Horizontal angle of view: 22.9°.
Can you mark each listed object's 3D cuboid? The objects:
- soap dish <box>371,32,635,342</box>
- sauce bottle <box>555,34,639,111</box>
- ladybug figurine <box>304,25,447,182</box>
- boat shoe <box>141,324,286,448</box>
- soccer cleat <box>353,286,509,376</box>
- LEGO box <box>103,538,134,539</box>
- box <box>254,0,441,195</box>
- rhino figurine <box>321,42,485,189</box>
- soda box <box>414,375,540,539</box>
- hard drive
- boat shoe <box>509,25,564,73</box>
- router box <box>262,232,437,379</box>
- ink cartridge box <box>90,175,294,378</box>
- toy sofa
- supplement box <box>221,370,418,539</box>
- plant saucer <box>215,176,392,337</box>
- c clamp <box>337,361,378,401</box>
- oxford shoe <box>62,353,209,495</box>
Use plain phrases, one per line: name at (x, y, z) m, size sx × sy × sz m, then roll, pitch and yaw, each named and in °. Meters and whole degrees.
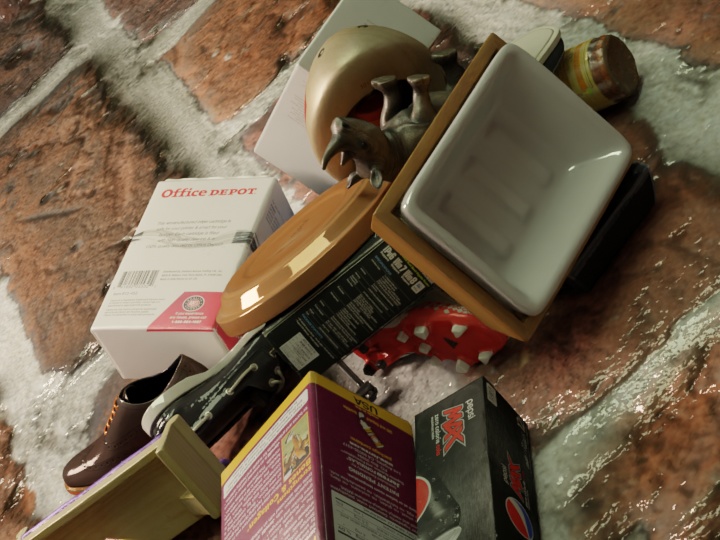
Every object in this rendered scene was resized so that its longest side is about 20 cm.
soap dish at (0.109, -0.064, 1.402) m, size 0.200 × 0.157 × 0.081 m, roll -57°, pitch 12°, yaw -26°
sauce bottle at (0.162, -0.157, 1.658) m, size 0.199 × 0.066 × 0.066 m, roll -23°, pitch 32°, yaw 36°
ladybug figurine at (0.009, -0.147, 1.565) m, size 0.135 × 0.200 × 0.072 m, roll -31°, pitch 59°, yaw -6°
boat shoe at (-0.107, 0.104, 1.642) m, size 0.200 × 0.074 × 0.060 m, roll -35°, pitch 64°, yaw -20°
soccer cleat at (0.058, 0.039, 1.506) m, size 0.200 × 0.069 × 0.085 m, roll -12°, pitch 43°, yaw 54°
LEGO box at (-0.166, 0.297, 1.414) m, size 0.199 × 0.077 × 0.149 m, roll -7°, pitch 43°, yaw 50°
box at (-0.016, -0.176, 1.754) m, size 0.125 × 0.097 × 0.200 m, roll -57°, pitch 2°, yaw -25°
rhino figurine at (0.044, -0.119, 1.466) m, size 0.200 × 0.088 × 0.060 m, roll -28°, pitch 24°, yaw -36°
soda box at (0.083, 0.170, 1.276) m, size 0.071 × 0.063 × 0.200 m, roll -32°, pitch 27°, yaw 20°
hard drive at (0.156, -0.038, 1.510) m, size 0.135 × 0.042 × 0.200 m, roll -52°, pitch 27°, yaw -17°
boat shoe at (0.126, -0.133, 1.581) m, size 0.075 × 0.062 × 0.200 m, roll -2°, pitch 47°, yaw 54°
router box at (0.000, 0.000, 1.520) m, size 0.150 × 0.062 × 0.200 m, roll -39°, pitch 11°, yaw 14°
ink cartridge box at (-0.160, 0.006, 1.777) m, size 0.144 × 0.085 × 0.201 m, roll -1°, pitch 49°, yaw 25°
toy sofa at (-0.210, 0.214, 1.566) m, size 0.200 × 0.083 × 0.098 m, roll -37°, pitch 13°, yaw 17°
supplement box at (-0.028, 0.194, 1.304) m, size 0.131 × 0.103 × 0.200 m, roll -48°, pitch 25°, yaw 26°
plant saucer at (-0.047, -0.021, 1.515) m, size 0.200 × 0.032 × 0.200 m, roll -38°, pitch 11°, yaw 9°
c clamp at (-0.046, 0.173, 1.499) m, size 0.200 × 0.027 × 0.171 m, roll -47°, pitch 33°, yaw -9°
oxford shoe at (-0.222, 0.146, 1.726) m, size 0.200 × 0.073 × 0.071 m, roll -35°, pitch 28°, yaw 16°
